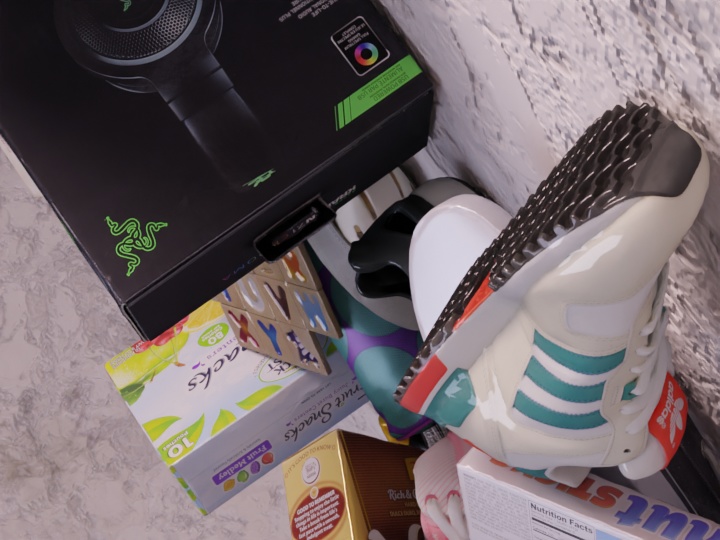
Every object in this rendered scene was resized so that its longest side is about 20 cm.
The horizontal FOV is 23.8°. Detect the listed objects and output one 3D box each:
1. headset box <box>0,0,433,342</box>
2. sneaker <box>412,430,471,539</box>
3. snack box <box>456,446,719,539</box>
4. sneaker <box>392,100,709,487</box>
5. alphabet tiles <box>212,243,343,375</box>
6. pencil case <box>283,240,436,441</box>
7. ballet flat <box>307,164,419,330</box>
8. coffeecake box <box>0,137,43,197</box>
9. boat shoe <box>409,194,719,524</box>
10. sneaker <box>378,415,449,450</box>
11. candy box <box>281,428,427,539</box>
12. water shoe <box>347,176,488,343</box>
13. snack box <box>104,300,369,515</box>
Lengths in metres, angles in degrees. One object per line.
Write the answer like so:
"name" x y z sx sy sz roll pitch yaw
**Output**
"headset box" -0.084 -0.089 0.802 0.201 0.174 0.093 55 173 10
"sneaker" 0.097 0.136 0.913 0.200 0.104 0.076 41 163 56
"snack box" 0.126 0.125 0.645 0.199 0.024 0.072 19 135 35
"sneaker" 0.085 0.019 0.584 0.093 0.070 0.200 35 148 -2
"alphabet tiles" -0.082 -0.029 0.994 0.166 0.006 0.201 15 135 53
"pencil case" 0.000 0.000 0.997 0.201 0.085 0.092 55 170 0
"ballet flat" -0.011 -0.054 0.919 0.200 0.067 0.064 54 161 3
"coffeecake box" -0.144 -0.109 1.085 0.199 0.073 0.154 9 147 25
"boat shoe" 0.094 0.050 0.699 0.072 0.068 0.201 -31 96 44
"sneaker" 0.086 0.142 1.076 0.200 0.082 0.078 50 170 32
"candy box" 0.026 0.198 0.961 0.116 0.056 0.201 18 -130 -41
"water shoe" 0.070 0.048 0.792 0.200 0.079 0.072 51 171 27
"snack box" -0.053 0.052 1.105 0.142 0.199 0.053 44 166 54
